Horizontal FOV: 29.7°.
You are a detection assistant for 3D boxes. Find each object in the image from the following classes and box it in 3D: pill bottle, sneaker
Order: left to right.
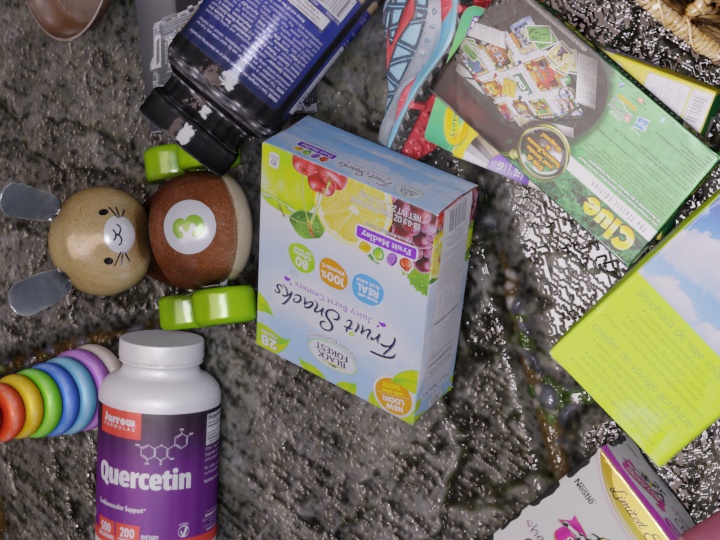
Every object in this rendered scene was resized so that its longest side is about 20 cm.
[{"bbox_3d":[-0.184,0.160,1.235,0.112,0.112,0.202,8,100,31],"label":"pill bottle"},{"bbox_3d":[-0.080,-0.178,1.071,0.112,0.112,0.200,40,92,21],"label":"pill bottle"},{"bbox_3d":[0.057,-0.184,1.078,0.095,0.079,0.201,36,110,42],"label":"sneaker"}]

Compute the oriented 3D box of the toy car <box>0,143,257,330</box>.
[{"bbox_3d":[-0.205,-0.028,1.155,0.157,0.199,0.166,-10,86,60],"label":"toy car"}]

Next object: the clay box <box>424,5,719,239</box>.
[{"bbox_3d":[0.156,-0.115,1.014,0.199,0.048,0.116,25,109,19],"label":"clay box"}]

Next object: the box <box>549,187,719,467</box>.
[{"bbox_3d":[0.247,0.034,0.975,0.122,0.048,0.200,45,117,3],"label":"box"}]

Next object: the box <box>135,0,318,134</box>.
[{"bbox_3d":[-0.122,-0.228,1.186,0.157,0.050,0.202,-3,94,32],"label":"box"}]

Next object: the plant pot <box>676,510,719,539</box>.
[{"bbox_3d":[0.331,0.215,0.871,0.178,0.200,0.201,-31,78,2],"label":"plant pot"}]

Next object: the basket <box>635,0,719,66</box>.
[{"bbox_3d":[0.293,-0.215,0.871,0.143,0.149,0.200,48,116,18],"label":"basket"}]

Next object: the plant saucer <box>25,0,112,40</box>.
[{"bbox_3d":[-0.263,-0.313,1.246,0.200,0.032,0.202,11,103,51],"label":"plant saucer"}]

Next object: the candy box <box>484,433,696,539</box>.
[{"bbox_3d":[0.168,0.242,1.056,0.200,0.061,0.137,-46,72,27],"label":"candy box"}]

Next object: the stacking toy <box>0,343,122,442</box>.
[{"bbox_3d":[-0.308,0.124,1.256,0.085,0.199,0.086,4,98,32],"label":"stacking toy"}]

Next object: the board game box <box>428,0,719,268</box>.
[{"bbox_3d":[0.152,-0.107,0.978,0.200,0.023,0.105,44,111,12],"label":"board game box"}]

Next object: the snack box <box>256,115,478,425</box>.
[{"bbox_3d":[0.000,0.000,1.094,0.168,0.068,0.201,24,129,28],"label":"snack box"}]
